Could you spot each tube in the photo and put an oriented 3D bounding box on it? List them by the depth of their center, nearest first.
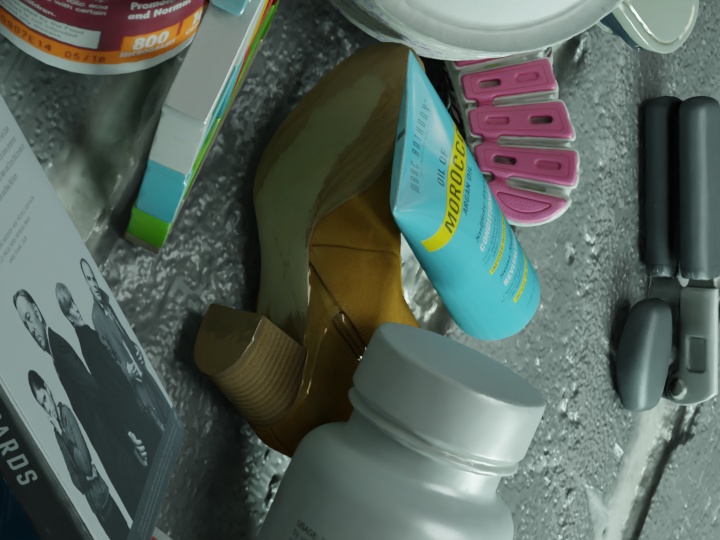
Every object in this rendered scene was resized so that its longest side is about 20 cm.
[{"bbox_3d":[0.044,-0.025,0.955,0.200,0.050,0.078,54,34,-62],"label":"tube"}]

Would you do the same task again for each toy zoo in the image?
[{"bbox_3d":[-0.058,-0.096,0.843,0.020,0.200,0.132,25,68,-4],"label":"toy zoo"}]

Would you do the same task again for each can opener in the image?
[{"bbox_3d":[0.200,-0.010,1.243,0.066,0.052,0.202,-2,96,-49],"label":"can opener"}]

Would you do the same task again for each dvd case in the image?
[{"bbox_3d":[-0.134,0.016,0.778,0.201,0.025,0.150,62,13,-17],"label":"dvd case"}]

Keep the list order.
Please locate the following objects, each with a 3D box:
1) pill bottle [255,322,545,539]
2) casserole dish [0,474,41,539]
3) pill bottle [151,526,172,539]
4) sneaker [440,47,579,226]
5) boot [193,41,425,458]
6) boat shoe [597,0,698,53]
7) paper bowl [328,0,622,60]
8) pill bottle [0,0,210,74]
[{"bbox_3d":[0.009,0.134,0.939,0.114,0.114,0.201,12,106,-50],"label":"pill bottle"},{"bbox_3d":[-0.189,0.045,0.750,0.200,0.039,0.122,38,32,-34],"label":"casserole dish"},{"bbox_3d":[-0.154,0.174,0.775,0.200,0.113,0.115,-19,108,-56],"label":"pill bottle"},{"bbox_3d":[0.073,-0.114,1.068,0.087,0.073,0.202,101,-21,-78],"label":"sneaker"},{"bbox_3d":[0.000,0.001,0.996,0.144,0.070,0.202,42,73,-50],"label":"boot"},{"bbox_3d":[0.124,-0.203,1.122,0.200,0.062,0.075,42,74,-37],"label":"boat shoe"},{"bbox_3d":[0.063,-0.206,0.957,0.199,0.104,0.203,-1,94,-18],"label":"paper bowl"},{"bbox_3d":[-0.091,-0.171,0.751,0.113,0.200,0.115,6,65,-12],"label":"pill bottle"}]
